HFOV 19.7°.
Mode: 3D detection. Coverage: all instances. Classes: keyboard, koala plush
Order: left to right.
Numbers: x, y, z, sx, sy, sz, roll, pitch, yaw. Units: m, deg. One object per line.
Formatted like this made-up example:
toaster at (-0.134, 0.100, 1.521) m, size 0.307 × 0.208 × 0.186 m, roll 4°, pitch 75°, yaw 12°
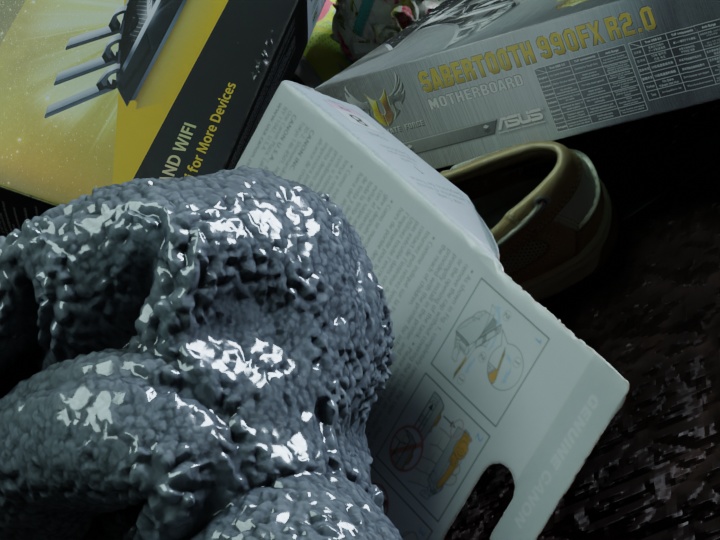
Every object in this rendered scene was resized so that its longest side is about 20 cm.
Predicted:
koala plush at (-0.037, 0.088, 0.606) m, size 0.184 × 0.177 × 0.200 m, roll -48°, pitch 47°, yaw 11°
keyboard at (0.060, -0.033, 0.868) m, size 0.199 × 0.040 × 0.104 m, roll -33°, pitch 28°, yaw 8°

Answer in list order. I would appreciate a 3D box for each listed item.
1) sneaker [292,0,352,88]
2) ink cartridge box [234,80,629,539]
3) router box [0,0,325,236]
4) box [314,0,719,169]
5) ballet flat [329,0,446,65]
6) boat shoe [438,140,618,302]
sneaker at (-0.008, -0.117, 1.049) m, size 0.090 × 0.079 × 0.200 m, roll -22°, pitch 34°, yaw -2°
ink cartridge box at (0.001, 0.052, 0.723) m, size 0.200 × 0.057 × 0.163 m, roll 41°, pitch 108°, yaw 37°
router box at (-0.108, -0.104, 0.904) m, size 0.156 × 0.052 × 0.201 m, roll 18°, pitch 65°, yaw 8°
box at (0.102, -0.102, 0.855) m, size 0.199 × 0.049 × 0.158 m, roll -12°, pitch 17°, yaw 38°
ballet flat at (0.057, -0.159, 1.006) m, size 0.075 × 0.064 × 0.200 m, roll 27°, pitch 45°, yaw 17°
boat shoe at (0.000, 0.000, 0.814) m, size 0.199 × 0.076 × 0.072 m, roll -29°, pitch 61°, yaw 9°
